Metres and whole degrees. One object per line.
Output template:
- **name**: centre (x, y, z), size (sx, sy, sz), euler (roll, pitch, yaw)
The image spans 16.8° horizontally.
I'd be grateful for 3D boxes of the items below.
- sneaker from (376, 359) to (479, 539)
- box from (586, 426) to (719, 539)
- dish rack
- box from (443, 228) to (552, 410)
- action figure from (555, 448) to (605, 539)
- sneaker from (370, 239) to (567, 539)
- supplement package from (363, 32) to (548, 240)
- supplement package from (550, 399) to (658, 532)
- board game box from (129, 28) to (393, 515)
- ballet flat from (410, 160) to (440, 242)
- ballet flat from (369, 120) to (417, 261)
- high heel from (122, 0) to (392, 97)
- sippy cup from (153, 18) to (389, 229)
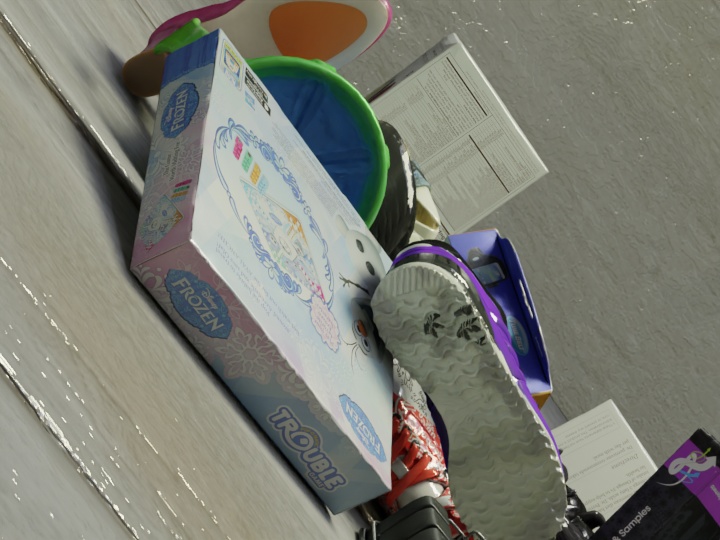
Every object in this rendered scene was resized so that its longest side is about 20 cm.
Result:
- **sneaker**: centre (0.033, 0.121, 1.478), size (0.202, 0.067, 0.108), euler (56, 2, -30)
- **box**: centre (0.168, 0.200, 1.510), size (0.036, 0.200, 0.143), euler (43, -3, 33)
- **dish rack**: centre (0.083, 0.217, 1.329), size (0.200, 0.054, 0.153), euler (49, 7, -9)
- **box**: centre (0.069, 0.063, 1.569), size (0.200, 0.041, 0.120), euler (111, -35, -58)
- **action figure**: centre (0.118, 0.204, 1.591), size (0.119, 0.102, 0.201), euler (-116, -174, -45)
- **sneaker**: centre (0.072, 0.067, 1.437), size (0.100, 0.069, 0.201), euler (-75, 145, -67)
- **supplement package**: centre (0.048, -0.101, 2.241), size (0.147, 0.200, 0.191), euler (54, 5, -6)
- **supplement package**: centre (0.186, 0.222, 1.822), size (0.201, 0.116, 0.117), euler (59, -17, 22)
- **board game box**: centre (-0.048, -0.001, 1.353), size (0.200, 0.043, 0.200), euler (53, 22, -31)
- **ballet flat**: centre (0.021, -0.033, 1.752), size (0.074, 0.074, 0.200), euler (56, 23, 2)
- **ballet flat**: centre (0.000, 0.000, 1.609), size (0.057, 0.066, 0.201), euler (120, -26, -81)
- **high heel**: centre (-0.058, -0.159, 1.620), size (0.068, 0.199, 0.096), euler (66, 28, -12)
- **sippy cup**: centre (-0.060, -0.068, 1.527), size (0.130, 0.139, 0.179), euler (-149, -121, -78)
